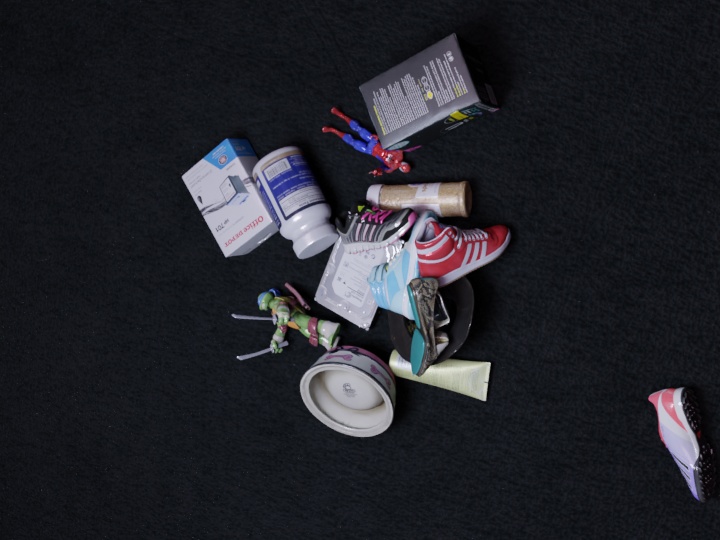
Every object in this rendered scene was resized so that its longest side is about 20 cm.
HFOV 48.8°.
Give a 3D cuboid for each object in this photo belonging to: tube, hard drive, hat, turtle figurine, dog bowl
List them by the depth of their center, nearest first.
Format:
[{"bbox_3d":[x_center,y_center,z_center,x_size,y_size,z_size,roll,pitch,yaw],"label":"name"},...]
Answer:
[{"bbox_3d":[0.149,0.086,1.511,0.198,0.080,0.205,-8,77,38],"label":"hat"},{"bbox_3d":[0.154,0.199,1.551,0.196,0.058,0.053,9,56,20],"label":"tube"},{"bbox_3d":[-0.017,0.235,1.574,0.196,0.074,0.203,13,131,15],"label":"dog bowl"},{"bbox_3d":[0.000,0.000,1.597,0.138,0.038,0.203,29,108,19],"label":"hard drive"},{"bbox_3d":[-0.146,0.133,1.612,0.191,0.200,0.146,21,120,11],"label":"turtle figurine"}]

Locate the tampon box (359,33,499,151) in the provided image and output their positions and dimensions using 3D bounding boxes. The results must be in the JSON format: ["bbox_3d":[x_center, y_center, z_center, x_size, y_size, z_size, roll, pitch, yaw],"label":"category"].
[{"bbox_3d":[0.127,-0.314,1.439,0.197,0.149,0.128,-23,87,25],"label":"tampon box"}]

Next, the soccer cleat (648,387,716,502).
[{"bbox_3d":[0.561,0.302,1.378,0.073,0.068,0.204,-13,95,48],"label":"soccer cleat"}]

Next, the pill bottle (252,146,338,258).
[{"bbox_3d":[-0.127,-0.135,1.584,0.115,0.115,0.203,-32,78,24],"label":"pill bottle"}]

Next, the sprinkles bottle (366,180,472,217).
[{"bbox_3d":[0.112,-0.133,1.513,0.196,0.068,0.070,0,97,23],"label":"sprinkles bottle"}]

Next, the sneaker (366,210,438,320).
[{"bbox_3d":[0.073,-0.017,1.489,0.129,0.079,0.204,9,85,39],"label":"sneaker"}]

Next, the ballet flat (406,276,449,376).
[{"bbox_3d":[0.125,0.102,1.419,0.074,0.068,0.203,-10,119,-9],"label":"ballet flat"}]

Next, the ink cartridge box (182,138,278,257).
[{"bbox_3d":[-0.261,-0.153,1.668,0.145,0.086,0.202,-33,81,24],"label":"ink cartridge box"}]

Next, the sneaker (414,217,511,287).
[{"bbox_3d":[0.183,-0.060,1.425,0.071,0.198,0.114,30,145,55],"label":"sneaker"}]

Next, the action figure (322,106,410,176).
[{"bbox_3d":[0.008,-0.243,1.533,0.198,0.099,0.066,33,110,14],"label":"action figure"}]

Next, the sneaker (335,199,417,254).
[{"bbox_3d":[0.021,-0.091,1.480,0.198,0.074,0.088,-14,114,50],"label":"sneaker"}]
